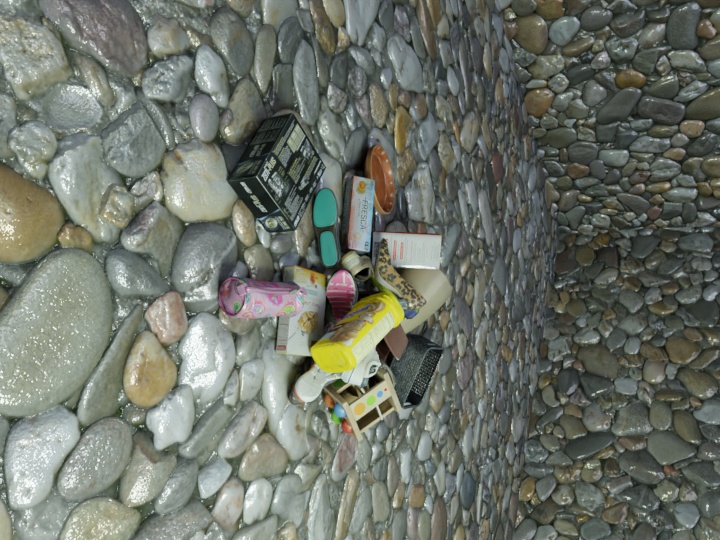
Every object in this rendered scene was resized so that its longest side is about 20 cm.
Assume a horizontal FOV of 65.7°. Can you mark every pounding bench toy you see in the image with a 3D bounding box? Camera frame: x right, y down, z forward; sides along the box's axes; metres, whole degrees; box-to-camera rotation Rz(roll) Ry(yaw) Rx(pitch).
[{"bbox_3d":[-0.023,0.316,1.440,0.155,0.199,0.125,-31,117,-20],"label":"pounding bench toy"}]

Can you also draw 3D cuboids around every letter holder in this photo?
[{"bbox_3d":[0.037,0.179,1.554,0.143,0.100,0.201,-59,137,-38],"label":"letter holder"}]

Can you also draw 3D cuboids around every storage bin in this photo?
[{"bbox_3d":[0.157,0.303,1.685,0.135,0.093,0.202,13,102,-58],"label":"storage bin"}]

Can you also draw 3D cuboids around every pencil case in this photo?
[{"bbox_3d":[-0.201,0.057,1.171,0.199,0.087,0.089,7,83,-55],"label":"pencil case"}]

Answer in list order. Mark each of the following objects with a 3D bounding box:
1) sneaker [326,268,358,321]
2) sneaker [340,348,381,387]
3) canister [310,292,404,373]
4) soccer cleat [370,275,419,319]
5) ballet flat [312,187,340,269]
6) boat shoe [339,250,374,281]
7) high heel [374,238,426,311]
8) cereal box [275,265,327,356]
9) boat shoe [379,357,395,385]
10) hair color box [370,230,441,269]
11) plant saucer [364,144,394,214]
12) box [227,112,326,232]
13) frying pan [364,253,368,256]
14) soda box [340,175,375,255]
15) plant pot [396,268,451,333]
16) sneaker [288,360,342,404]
[{"bbox_3d":[-0.043,0.049,1.423,0.201,0.073,0.088,85,10,-52],"label":"sneaker"},{"bbox_3d":[0.016,0.224,1.377,0.200,0.070,0.074,-51,167,-57],"label":"sneaker"},{"bbox_3d":[-0.008,0.147,1.311,0.200,0.148,0.087,-41,104,-38],"label":"canister"},{"bbox_3d":[0.099,0.050,1.591,0.084,0.200,0.064,-49,156,16],"label":"soccer cleat"},{"bbox_3d":[-0.083,-0.103,1.406,0.073,0.072,0.203,3,80,-58],"label":"ballet flat"},{"bbox_3d":[0.000,0.000,1.482,0.065,0.072,0.200,52,6,16],"label":"boat shoe"},{"bbox_3d":[0.108,0.012,1.503,0.072,0.140,0.203,102,-9,-71],"label":"high heel"},{"bbox_3d":[-0.136,0.100,1.323,0.143,0.039,0.203,19,73,-60],"label":"cereal box"},{"bbox_3d":[0.051,0.323,1.561,0.073,0.074,0.202,-33,138,-23],"label":"boat shoe"},{"bbox_3d":[0.129,-0.059,1.607,0.061,0.197,0.103,-113,-153,-82],"label":"hair color box"},{"bbox_3d":[0.054,-0.265,1.636,0.200,0.032,0.203,-6,90,-69],"label":"plant saucer"},{"bbox_3d":[-0.177,-0.212,1.224,0.164,0.085,0.202,55,44,-42],"label":"box"},{"bbox_3d":[0.001,-0.121,1.576,0.114,0.031,0.193,10,77,-57],"label":"frying pan"},{"bbox_3d":[-0.009,-0.147,1.500,0.068,0.063,0.203,9,80,-23],"label":"soda box"},{"bbox_3d":[0.147,0.095,1.687,0.200,0.186,0.188,-51,132,-28],"label":"plant pot"},{"bbox_3d":[-0.106,0.255,1.343,0.199,0.082,0.077,-28,82,-50],"label":"sneaker"}]
